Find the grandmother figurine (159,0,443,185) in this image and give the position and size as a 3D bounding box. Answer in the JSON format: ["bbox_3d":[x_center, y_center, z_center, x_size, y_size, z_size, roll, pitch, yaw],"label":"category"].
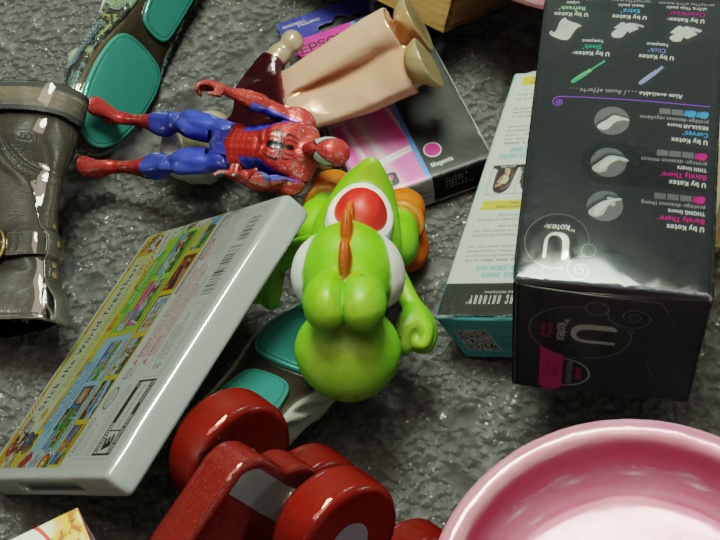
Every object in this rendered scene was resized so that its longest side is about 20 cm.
[{"bbox_3d":[-0.047,-0.116,1.014,0.199,0.061,0.122,-25,43,16],"label":"grandmother figurine"}]

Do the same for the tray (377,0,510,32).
[{"bbox_3d":[0.007,-0.239,1.104,0.200,0.037,0.099,31,35,22],"label":"tray"}]

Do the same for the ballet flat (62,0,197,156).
[{"bbox_3d":[-0.175,-0.163,1.094,0.074,0.074,0.200,17,60,16],"label":"ballet flat"}]

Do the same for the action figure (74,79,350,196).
[{"bbox_3d":[-0.106,-0.085,0.954,0.199,0.099,0.066,6,83,25],"label":"action figure"}]

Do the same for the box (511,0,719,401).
[{"bbox_3d":[0.145,-0.044,0.851,0.106,0.122,0.201,5,59,9],"label":"box"}]

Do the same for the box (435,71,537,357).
[{"bbox_3d":[0.119,-0.040,0.969,0.082,0.049,0.201,-1,55,34],"label":"box"}]

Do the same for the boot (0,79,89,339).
[{"bbox_3d":[-0.264,-0.034,1.006,0.199,0.069,0.175,-3,74,36],"label":"boot"}]

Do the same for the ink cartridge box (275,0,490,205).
[{"bbox_3d":[0.013,-0.129,1.061,0.094,0.037,0.200,-20,56,-6],"label":"ink cartridge box"}]

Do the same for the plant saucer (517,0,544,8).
[{"bbox_3d":[0.162,-0.231,1.037,0.200,0.051,0.201,5,30,-3],"label":"plant saucer"}]

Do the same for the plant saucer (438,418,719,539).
[{"bbox_3d":[0.130,0.169,0.708,0.200,0.051,0.201,-4,57,6],"label":"plant saucer"}]

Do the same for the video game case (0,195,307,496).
[{"bbox_3d":[-0.132,0.048,0.905,0.182,0.023,0.200,-12,42,55],"label":"video game case"}]

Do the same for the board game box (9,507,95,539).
[{"bbox_3d":[-0.217,0.217,0.802,0.199,0.152,0.046,-25,58,-9],"label":"board game box"}]

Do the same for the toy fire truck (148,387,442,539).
[{"bbox_3d":[-0.050,0.172,0.791,0.112,0.200,0.168,31,82,40],"label":"toy fire truck"}]

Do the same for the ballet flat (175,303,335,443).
[{"bbox_3d":[-0.051,0.079,0.911,0.069,0.070,0.200,22,34,19],"label":"ballet flat"}]

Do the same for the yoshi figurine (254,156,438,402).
[{"bbox_3d":[-0.007,0.013,0.906,0.112,0.112,0.200,-34,13,15],"label":"yoshi figurine"}]

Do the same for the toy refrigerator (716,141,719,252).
[{"bbox_3d":[0.207,-0.055,0.968,0.070,0.076,0.201,12,60,14],"label":"toy refrigerator"}]
